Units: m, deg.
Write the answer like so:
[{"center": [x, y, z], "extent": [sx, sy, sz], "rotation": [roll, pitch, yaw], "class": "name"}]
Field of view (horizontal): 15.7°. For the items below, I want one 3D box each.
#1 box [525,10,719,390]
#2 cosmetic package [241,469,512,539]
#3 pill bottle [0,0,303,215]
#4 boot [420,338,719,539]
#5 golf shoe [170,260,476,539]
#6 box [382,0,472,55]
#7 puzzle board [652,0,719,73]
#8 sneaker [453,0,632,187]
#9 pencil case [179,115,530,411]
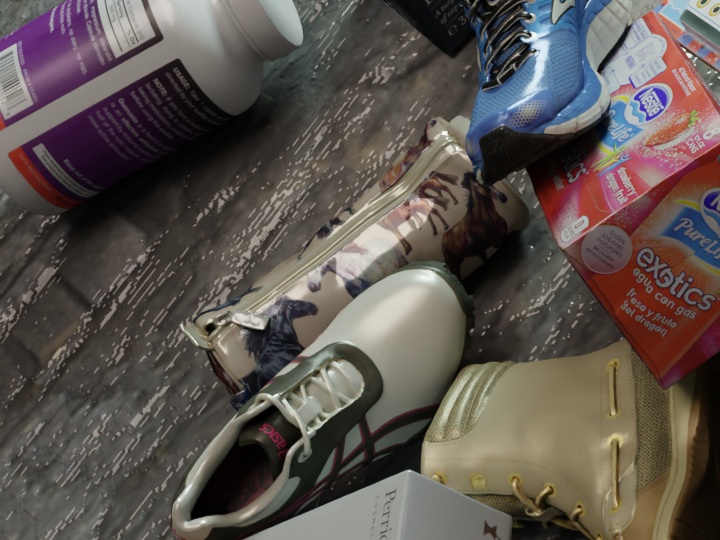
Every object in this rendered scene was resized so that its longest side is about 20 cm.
[{"center": [0.148, -0.040, 1.300], "extent": [0.100, 0.096, 0.200], "rotation": [-35, 21, 9], "class": "box"}, {"center": [-0.019, 0.180, 1.285], "extent": [0.200, 0.071, 0.102], "rotation": [-28, 45, 44], "class": "cosmetic package"}, {"center": [-0.138, -0.123, 1.587], "extent": [0.199, 0.112, 0.113], "rotation": [-27, 49, 15], "class": "pill bottle"}, {"center": [0.103, 0.119, 1.285], "extent": [0.155, 0.073, 0.201], "rotation": [-11, 52, 27], "class": "boot"}, {"center": [-0.018, 0.076, 1.349], "extent": [0.077, 0.088, 0.200], "rotation": [44, 93, 11], "class": "golf shoe"}, {"center": [0.030, -0.251, 1.499], "extent": [0.148, 0.200, 0.107], "rotation": [-46, 46, 0], "class": "box"}, {"center": [0.243, -0.150, 1.321], "extent": [0.151, 0.017, 0.200], "rotation": [-44, 32, 1], "class": "puzzle board"}, {"center": [0.078, -0.116, 1.311], "extent": [0.078, 0.089, 0.200], "rotation": [-29, 22, 27], "class": "sneaker"}, {"center": [0.000, 0.000, 1.426], "extent": [0.200, 0.089, 0.078], "rotation": [-40, 59, 4], "class": "pencil case"}]
